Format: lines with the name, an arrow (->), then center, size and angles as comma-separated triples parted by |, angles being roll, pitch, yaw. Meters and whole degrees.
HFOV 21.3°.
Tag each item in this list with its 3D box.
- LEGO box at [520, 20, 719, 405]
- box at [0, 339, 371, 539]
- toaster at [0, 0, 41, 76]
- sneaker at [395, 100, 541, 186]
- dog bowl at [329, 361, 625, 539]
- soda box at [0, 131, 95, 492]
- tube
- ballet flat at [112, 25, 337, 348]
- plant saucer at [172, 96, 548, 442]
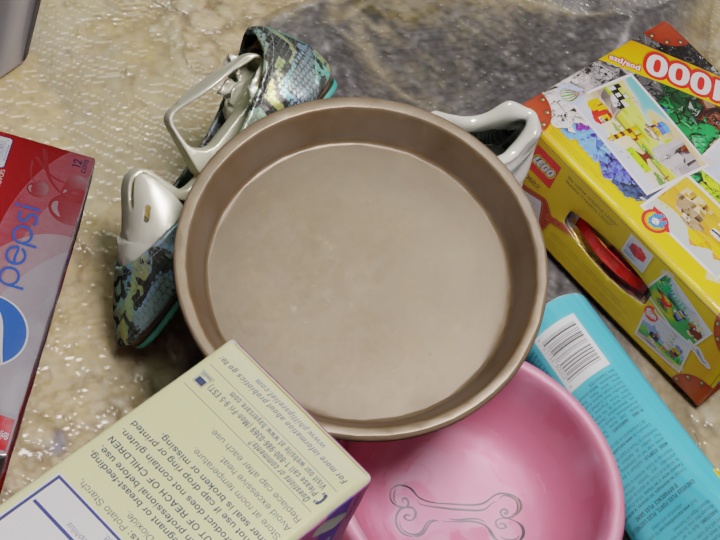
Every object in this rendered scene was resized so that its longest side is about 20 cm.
LEGO box -> 0.199, -0.040, 1.190 | 0.149, 0.077, 0.200 | -32, 70, -34
box -> -0.112, 0.159, 0.884 | 0.097, 0.176, 0.200 | 44, 54, 15
toaster -> -0.287, -0.177, 1.103 | 0.200, 0.119, 0.181 | 44, 55, 15
sneaker -> 0.018, -0.053, 1.098 | 0.200, 0.080, 0.071 | -22, 70, -29
dog bowl -> 0.053, 0.127, 1.027 | 0.199, 0.074, 0.201 | 9, 53, -12
soda box -> -0.197, 0.026, 1.019 | 0.063, 0.070, 0.201 | 16, 52, -7
tube -> 0.157, 0.104, 1.083 | 0.050, 0.077, 0.200 | 1, 48, -46
ballet flat -> -0.094, -0.053, 1.071 | 0.074, 0.074, 0.200 | 32, 77, 6
plant saucer -> 0.000, 0.000, 1.017 | 0.199, 0.029, 0.201 | 3, 65, -6
